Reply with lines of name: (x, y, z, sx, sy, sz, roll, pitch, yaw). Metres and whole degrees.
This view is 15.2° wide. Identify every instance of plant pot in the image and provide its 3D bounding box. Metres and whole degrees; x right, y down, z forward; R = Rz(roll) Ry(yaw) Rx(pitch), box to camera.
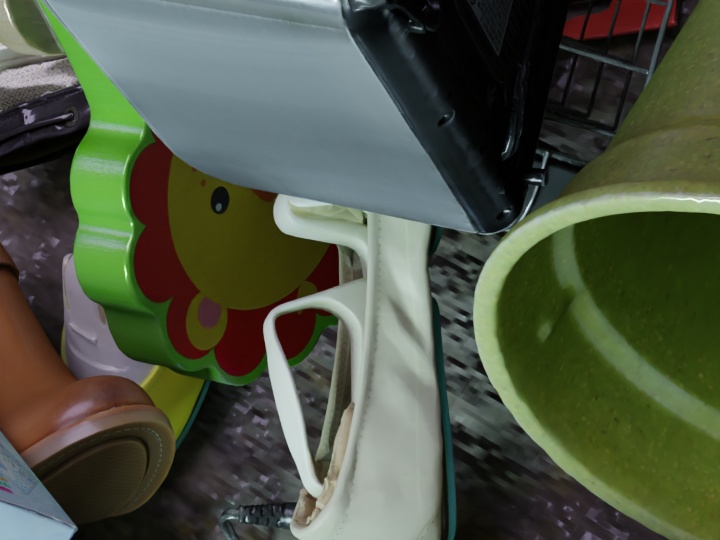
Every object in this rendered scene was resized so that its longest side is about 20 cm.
plant pot: (0.158, -0.028, 0.848, 0.199, 0.201, 0.185, 3, 53, 32)

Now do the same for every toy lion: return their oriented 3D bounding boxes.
toy lion: (-0.036, -0.069, 0.946, 0.068, 0.192, 0.200, 9, 47, 40)

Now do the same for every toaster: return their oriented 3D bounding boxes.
toaster: (-0.003, -0.127, 0.797, 0.118, 0.200, 0.182, 7, 73, 19)

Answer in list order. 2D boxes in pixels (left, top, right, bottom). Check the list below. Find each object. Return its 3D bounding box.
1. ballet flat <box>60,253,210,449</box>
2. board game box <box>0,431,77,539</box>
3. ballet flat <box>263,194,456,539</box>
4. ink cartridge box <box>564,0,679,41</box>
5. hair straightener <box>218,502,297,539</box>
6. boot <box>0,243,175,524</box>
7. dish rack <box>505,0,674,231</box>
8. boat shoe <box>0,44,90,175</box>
ballet flat: (-0.075, -0.011, 1.013, 0.067, 0.067, 0.201, 29, 94, 36)
board game box: (-0.198, 0.118, 0.924, 0.201, 0.043, 0.199, -58, 36, 7)
ballet flat: (0.000, 0.000, 0.912, 0.069, 0.069, 0.201, -6, 77, 28)
ink cartridge box: (0.077, -0.184, 1.065, 0.108, 0.050, 0.201, -7, 58, 27)
hair straightener: (0.020, 0.125, 0.920, 0.199, 0.041, 0.077, 18, 72, 38)
boot: (-0.139, 0.022, 0.988, 0.200, 0.073, 0.156, -29, 67, 54)
dish rack: (0.074, -0.116, 0.950, 0.153, 0.054, 0.201, -141, 66, -70)
boat shoe: (-0.073, -0.074, 1.085, 0.200, 0.072, 0.066, -6, 88, 14)
